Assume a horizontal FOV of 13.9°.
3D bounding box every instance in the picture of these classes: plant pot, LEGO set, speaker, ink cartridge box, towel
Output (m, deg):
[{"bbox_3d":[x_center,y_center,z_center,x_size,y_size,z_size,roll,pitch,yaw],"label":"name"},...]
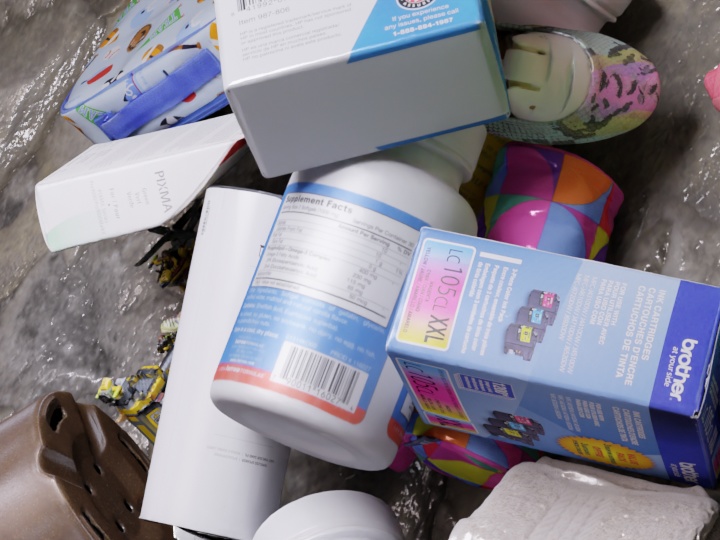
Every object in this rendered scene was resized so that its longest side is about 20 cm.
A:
[{"bbox_3d":[-0.225,0.190,1.850,0.198,0.200,0.201,-35,44,17],"label":"plant pot"},{"bbox_3d":[-0.090,0.025,1.833,0.199,0.116,0.154,5,55,53],"label":"LEGO set"},{"bbox_3d":[-0.071,0.057,1.718,0.081,0.081,0.201,5,82,48],"label":"speaker"},{"bbox_3d":[-0.005,-0.165,1.634,0.144,0.084,0.201,-13,51,7],"label":"ink cartridge box"},{"bbox_3d":[0.126,0.050,1.554,0.199,0.137,0.077,10,73,15],"label":"ink cartridge box"},{"bbox_3d":[0.094,0.176,1.542,0.132,0.035,0.200,9,45,33],"label":"towel"},{"bbox_3d":[-0.090,-0.067,1.855,0.199,0.161,0.050,-11,99,11],"label":"ink cartridge box"}]

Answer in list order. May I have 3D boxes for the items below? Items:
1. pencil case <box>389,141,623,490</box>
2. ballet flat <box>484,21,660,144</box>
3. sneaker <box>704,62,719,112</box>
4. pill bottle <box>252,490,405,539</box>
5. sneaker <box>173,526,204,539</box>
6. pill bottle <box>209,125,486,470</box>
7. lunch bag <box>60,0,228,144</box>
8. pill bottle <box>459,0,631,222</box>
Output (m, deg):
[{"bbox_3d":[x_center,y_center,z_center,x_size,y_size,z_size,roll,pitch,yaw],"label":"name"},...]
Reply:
[{"bbox_3d":[0.083,0.028,1.692,0.088,0.088,0.201,5,68,48],"label":"pencil case"},{"bbox_3d":[0.068,-0.116,1.676,0.199,0.071,0.070,11,81,14],"label":"ballet flat"},{"bbox_3d":[0.249,-0.169,1.647,0.087,0.074,0.201,20,82,52],"label":"sneaker"},{"bbox_3d":[0.002,0.224,1.628,0.119,0.119,0.201,-40,43,23],"label":"pill bottle"},{"bbox_3d":[-0.060,0.187,1.769,0.080,0.076,0.201,-25,53,20],"label":"sneaker"},{"bbox_3d":[0.000,0.000,1.649,0.112,0.112,0.201,7,71,49],"label":"pill bottle"},{"bbox_3d":[-0.108,-0.151,1.984,0.199,0.076,0.161,-30,23,36],"label":"lunch bag"},{"bbox_3d":[0.077,-0.115,1.769,0.200,0.111,0.111,-53,39,7],"label":"pill bottle"}]
